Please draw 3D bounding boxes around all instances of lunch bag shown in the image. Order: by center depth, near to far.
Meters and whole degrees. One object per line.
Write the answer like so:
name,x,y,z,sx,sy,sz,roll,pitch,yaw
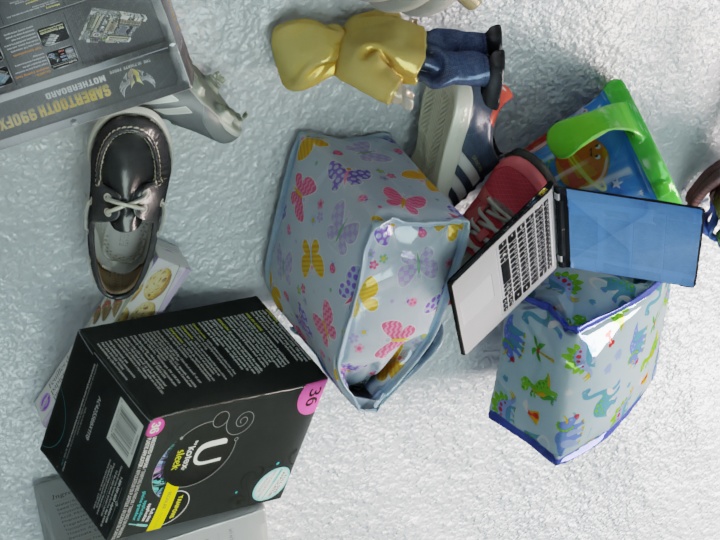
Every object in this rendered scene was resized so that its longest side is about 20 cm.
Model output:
lunch bag,0.000,0.000,1.725,0.126,0.170,0.201,0,120,-30
lunch bag,0.232,0.067,1.917,0.199,0.127,0.171,-23,133,-34

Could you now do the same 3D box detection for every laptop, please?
laptop,0.190,0.011,1.706,0.200,0.116,0.187,-43,160,-10

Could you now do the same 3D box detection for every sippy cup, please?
sippy cup,0.214,-0.089,1.801,0.130,0.140,0.178,-26,120,8

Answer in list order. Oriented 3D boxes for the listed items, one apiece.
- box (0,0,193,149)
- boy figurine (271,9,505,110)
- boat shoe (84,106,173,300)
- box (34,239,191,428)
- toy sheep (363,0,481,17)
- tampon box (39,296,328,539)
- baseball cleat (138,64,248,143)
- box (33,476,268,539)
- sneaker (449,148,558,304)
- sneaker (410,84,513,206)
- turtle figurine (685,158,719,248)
box,-0.246,-0.189,1.495,0.198,0.048,0.159,-18,117,4
boy figurine,0.023,-0.176,1.644,0.198,0.125,0.065,1,130,-5
boat shoe,-0.198,-0.054,1.621,0.073,0.061,0.201,6,140,-11
box,-0.224,0.060,1.743,0.041,0.039,0.201,23,111,-37
toy sheep,0.034,-0.272,1.567,0.199,0.138,0.138,28,108,-38
tampon box,-0.157,0.130,1.732,0.199,0.126,0.151,-10,135,-40
baseball cleat,-0.190,-0.153,1.595,0.106,0.070,0.200,-41,121,14
box,-0.193,0.287,1.862,0.198,0.131,0.200,-16,129,-16
sneaker,0.117,-0.028,1.755,0.087,0.074,0.201,-41,168,-37
sneaker,0.086,-0.088,1.769,0.084,0.075,0.201,-4,130,-33
turtle figurine,0.418,-0.093,1.871,0.143,0.200,0.195,-22,123,-31
